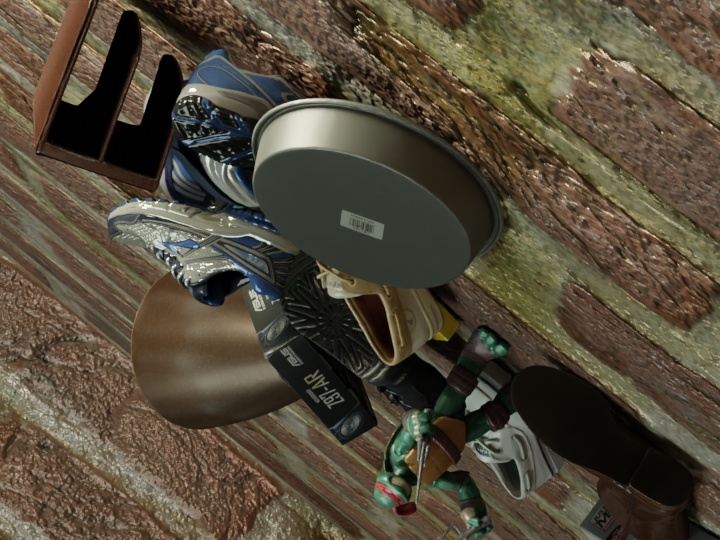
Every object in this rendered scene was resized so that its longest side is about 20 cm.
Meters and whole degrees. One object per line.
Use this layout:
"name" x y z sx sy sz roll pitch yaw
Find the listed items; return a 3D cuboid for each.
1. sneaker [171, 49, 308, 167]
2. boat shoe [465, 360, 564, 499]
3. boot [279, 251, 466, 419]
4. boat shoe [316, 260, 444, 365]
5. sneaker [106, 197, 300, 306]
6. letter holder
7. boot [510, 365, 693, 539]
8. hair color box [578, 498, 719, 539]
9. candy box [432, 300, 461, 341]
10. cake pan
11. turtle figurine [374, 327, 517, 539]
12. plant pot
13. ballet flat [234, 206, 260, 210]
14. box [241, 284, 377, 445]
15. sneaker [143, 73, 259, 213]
"sneaker" -0.046 -0.107 1.597 0.199 0.077 0.076 28 138 -19
"boat shoe" 0.135 0.153 1.945 0.073 0.067 0.200 27 162 45
"boot" 0.017 0.072 1.946 0.165 0.066 0.200 50 -172 30
"boat shoe" 0.000 0.000 1.766 0.074 0.069 0.200 7 139 53
"sneaker" -0.146 -0.015 1.820 0.199 0.086 0.077 7 174 31
"letter holder" -0.195 -0.165 1.664 0.100 0.143 0.200 18 -168 -14
"boot" 0.213 0.170 1.812 0.186 0.064 0.200 39 172 16
"hair color box" 0.306 0.279 1.902 0.200 0.061 0.099 28 162 42
"candy box" -0.001 -0.011 1.873 0.200 0.026 0.102 43 165 -16
"cake pan" 0.006 -0.050 1.525 0.199 0.037 0.201 18 152 10
"turtle figurine" 0.073 0.155 1.825 0.101 0.200 0.150 27 163 45
"plant pot" -0.120 0.082 2.256 0.200 0.187 0.187 -3 138 51
"ballet flat" -0.110 -0.035 1.962 0.200 0.067 0.067 42 142 53
"box" -0.060 0.052 2.024 0.160 0.043 0.200 51 -169 -43
"sneaker" -0.111 -0.079 1.828 0.146 0.081 0.200 38 163 28
